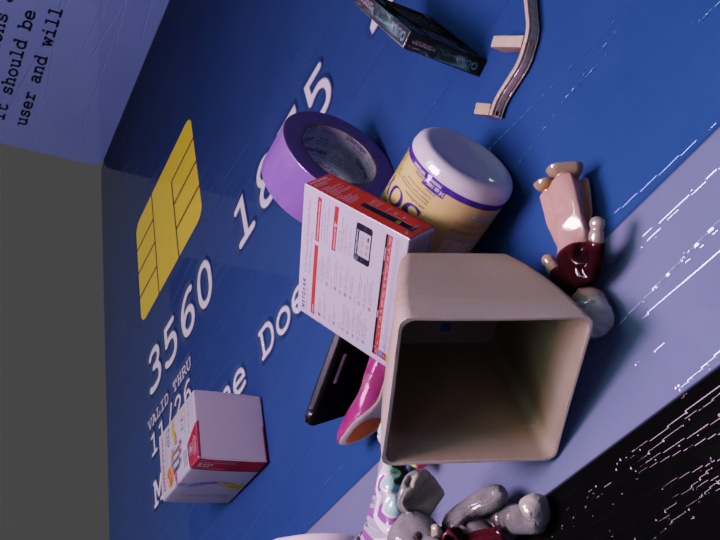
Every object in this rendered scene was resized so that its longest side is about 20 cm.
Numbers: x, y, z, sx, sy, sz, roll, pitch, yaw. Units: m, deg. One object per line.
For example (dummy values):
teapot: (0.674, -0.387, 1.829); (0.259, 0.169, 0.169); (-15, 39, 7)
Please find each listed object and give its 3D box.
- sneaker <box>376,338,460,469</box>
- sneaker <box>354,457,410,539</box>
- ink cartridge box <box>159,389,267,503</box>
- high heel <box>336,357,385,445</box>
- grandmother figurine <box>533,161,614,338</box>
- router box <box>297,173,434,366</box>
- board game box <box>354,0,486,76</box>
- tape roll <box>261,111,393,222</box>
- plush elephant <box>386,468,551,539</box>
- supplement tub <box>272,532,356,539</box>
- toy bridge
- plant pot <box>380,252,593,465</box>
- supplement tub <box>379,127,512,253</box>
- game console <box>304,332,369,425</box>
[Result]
sneaker: (0.098, 0.176, 1.087); (0.090, 0.078, 0.201); (45, 123, 43)
sneaker: (0.013, 0.356, 1.113); (0.140, 0.078, 0.201); (-24, 56, 28)
ink cartridge box: (-0.292, 0.349, 1.607); (0.200, 0.144, 0.146); (-51, 40, 40)
high heel: (0.015, 0.166, 1.216); (0.200, 0.067, 0.096); (-56, 47, 26)
grandmother figurine: (0.242, -0.022, 0.918); (0.121, 0.060, 0.201); (102, 164, -67)
router box: (0.000, 0.000, 1.066); (0.179, 0.049, 0.201); (31, 130, 32)
board game box: (0.084, -0.354, 1.215); (0.028, 0.135, 0.200); (-64, 33, 24)
tape roll: (-0.051, -0.157, 1.315); (0.085, 0.199, 0.200); (-53, 39, 37)
plush elephant: (0.100, 0.319, 0.938); (0.200, 0.154, 0.165); (1, 81, 59)
supplement tub: (-0.064, 0.486, 1.173); (0.144, 0.144, 0.201); (-36, 50, 49)
toy bridge: (0.206, -0.303, 1.098); (0.067, 0.027, 0.201); (24, 101, 57)
plant pot: (0.117, 0.083, 0.931); (0.177, 0.199, 0.200); (-103, 16, -56)
supplement tub: (0.093, -0.072, 1.094); (0.200, 0.145, 0.146); (-58, 36, 31)
game console: (-0.039, 0.119, 1.292); (0.116, 0.176, 0.201); (28, 107, 29)
